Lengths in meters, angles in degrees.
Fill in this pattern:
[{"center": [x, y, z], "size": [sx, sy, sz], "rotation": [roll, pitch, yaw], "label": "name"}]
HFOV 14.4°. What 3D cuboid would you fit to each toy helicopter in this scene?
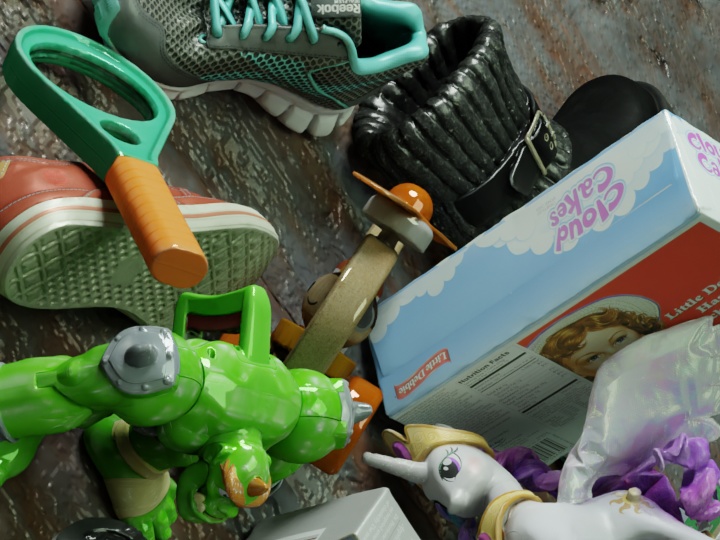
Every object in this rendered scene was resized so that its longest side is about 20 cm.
[{"center": [0.000, 0.000, 1.359], "size": [0.079, 0.132, 0.200], "rotation": [31, 23, 1], "label": "toy helicopter"}]

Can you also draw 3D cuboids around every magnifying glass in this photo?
[{"center": [-0.104, -0.052, 1.230], "size": [0.080, 0.022, 0.200], "rotation": [18, 24, -30], "label": "magnifying glass"}]

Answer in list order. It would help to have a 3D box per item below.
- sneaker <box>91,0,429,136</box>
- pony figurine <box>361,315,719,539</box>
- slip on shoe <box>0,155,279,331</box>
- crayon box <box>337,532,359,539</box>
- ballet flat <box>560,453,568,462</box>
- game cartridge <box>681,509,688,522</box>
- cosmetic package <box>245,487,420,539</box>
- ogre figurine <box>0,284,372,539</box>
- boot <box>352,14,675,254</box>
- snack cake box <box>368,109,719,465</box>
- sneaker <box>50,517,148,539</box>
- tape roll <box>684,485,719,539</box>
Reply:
[{"center": [-0.044, -0.122, 1.373], "size": [0.200, 0.091, 0.078], "rotation": [8, 67, -51], "label": "sneaker"}, {"center": [0.120, 0.122, 1.361], "size": [0.193, 0.200, 0.167], "rotation": [-6, 121, -25], "label": "pony figurine"}, {"center": [-0.104, -0.016, 1.270], "size": [0.061, 0.074, 0.200], "rotation": [49, 22, 27], "label": "slip on shoe"}, {"center": [0.001, 0.221, 1.202], "size": [0.200, 0.126, 0.052], "rotation": [55, 38, -8], "label": "crayon box"}, {"center": [0.156, 0.031, 1.586], "size": [0.072, 0.072, 0.200], "rotation": [44, 43, -31], "label": "ballet flat"}, {"center": [0.140, 0.194, 1.513], "size": [0.200, 0.040, 0.134], "rotation": [2, 69, -52], "label": "game cartridge"}, {"center": [0.012, 0.212, 1.299], "size": [0.200, 0.090, 0.107], "rotation": [61, 37, -17], "label": "cosmetic package"}, {"center": [-0.085, 0.061, 1.210], "size": [0.200, 0.120, 0.098], "rotation": [38, 47, -35], "label": "ogre figurine"}, {"center": [0.088, -0.080, 1.534], "size": [0.158, 0.079, 0.211], "rotation": [53, 40, -22], "label": "boot"}, {"center": [0.114, 0.016, 1.416], "size": [0.115, 0.200, 0.067], "rotation": [28, 37, -43], "label": "snack cake box"}, {"center": [-0.080, 0.200, 1.164], "size": [0.074, 0.079, 0.200], "rotation": [-21, 79, -44], "label": "sneaker"}, {"center": [0.243, 0.158, 1.465], "size": [0.048, 0.200, 0.201], "rotation": [50, 41, -28], "label": "tape roll"}]
